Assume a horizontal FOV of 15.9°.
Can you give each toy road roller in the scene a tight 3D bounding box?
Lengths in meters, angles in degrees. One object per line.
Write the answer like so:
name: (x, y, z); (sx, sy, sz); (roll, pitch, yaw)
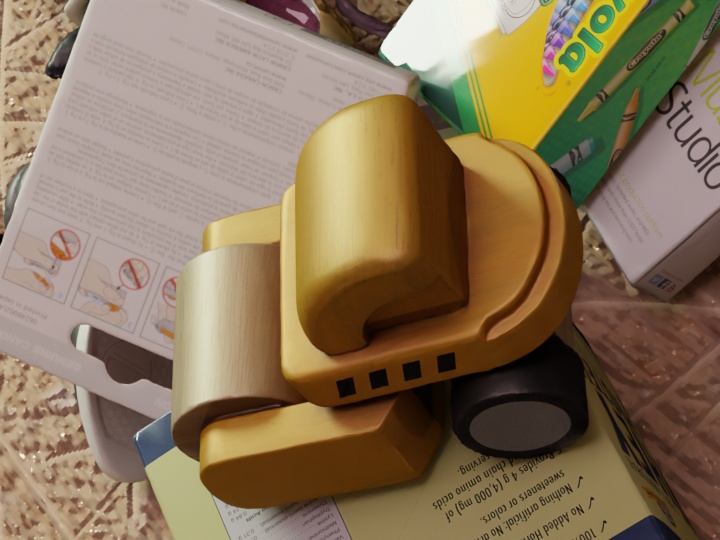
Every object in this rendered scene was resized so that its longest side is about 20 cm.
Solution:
toy road roller: (-0.004, 0.005, 1.075); (0.200, 0.146, 0.123); (-14, 56, 20)

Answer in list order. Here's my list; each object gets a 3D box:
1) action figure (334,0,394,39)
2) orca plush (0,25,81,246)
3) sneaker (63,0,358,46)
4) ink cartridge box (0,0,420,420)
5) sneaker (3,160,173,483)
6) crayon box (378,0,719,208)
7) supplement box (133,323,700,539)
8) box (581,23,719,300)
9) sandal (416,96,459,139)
action figure: (0.086, -0.220, 1.377); (0.149, 0.134, 0.200); (-42, 28, 52)
orca plush: (-0.120, -0.077, 1.299); (0.200, 0.071, 0.105); (-42, 92, -21)
sneaker: (-0.083, -0.135, 1.417); (0.090, 0.075, 0.200); (-51, 43, -7)
ink cartridge box: (-0.080, -0.031, 1.248); (0.160, 0.047, 0.200); (23, 100, 6)
sneaker: (-0.140, 0.017, 1.369); (0.099, 0.071, 0.201); (-20, 72, 54)
crayon box: (0.113, -0.144, 1.233); (0.200, 0.058, 0.119); (-53, 50, 12)
supplement box: (0.038, 0.125, 1.162); (0.200, 0.134, 0.200); (-33, 53, 8)
box: (0.178, -0.103, 1.237); (0.200, 0.036, 0.144); (-42, 53, 19)
sandal: (-0.019, -0.078, 1.356); (0.201, 0.057, 0.080); (-12, 58, 22)
